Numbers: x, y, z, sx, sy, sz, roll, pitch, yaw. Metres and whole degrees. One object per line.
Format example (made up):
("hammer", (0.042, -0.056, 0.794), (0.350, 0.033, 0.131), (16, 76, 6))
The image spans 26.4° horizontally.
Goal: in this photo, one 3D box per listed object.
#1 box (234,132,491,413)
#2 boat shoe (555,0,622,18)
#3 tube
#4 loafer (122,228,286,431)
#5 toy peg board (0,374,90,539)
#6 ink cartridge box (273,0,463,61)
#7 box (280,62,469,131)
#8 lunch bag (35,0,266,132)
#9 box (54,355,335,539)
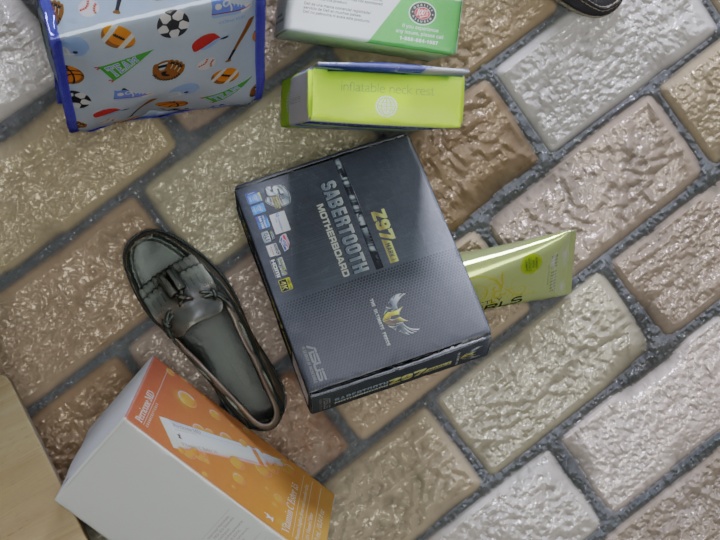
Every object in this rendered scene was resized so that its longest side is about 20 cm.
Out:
("box", (0.000, 0.000, 1.268), (0.158, 0.051, 0.200), (-17, 69, -9))
("boat shoe", (0.168, -0.295, 1.301), (0.073, 0.063, 0.200), (-40, 112, -7))
("tube", (0.091, 0.011, 1.325), (0.200, 0.058, 0.052), (-11, 85, -10))
("loafer", (-0.125, 0.049, 1.285), (0.072, 0.063, 0.200), (-37, 99, -5))
("toy peg board", (-0.330, 0.222, 1.260), (0.200, 0.098, 0.199), (-27, 82, -8))
("ink cartridge box", (0.015, -0.285, 1.275), (0.146, 0.084, 0.200), (8, 92, -11))
("box", (0.008, -0.136, 1.226), (0.122, 0.200, 0.048), (1, 94, -10))
("lunch bag", (-0.164, -0.185, 1.205), (0.170, 0.200, 0.124), (-12, 65, -8))
("box", (-0.130, 0.184, 1.252), (0.200, 0.124, 0.098), (38, 108, -11))
